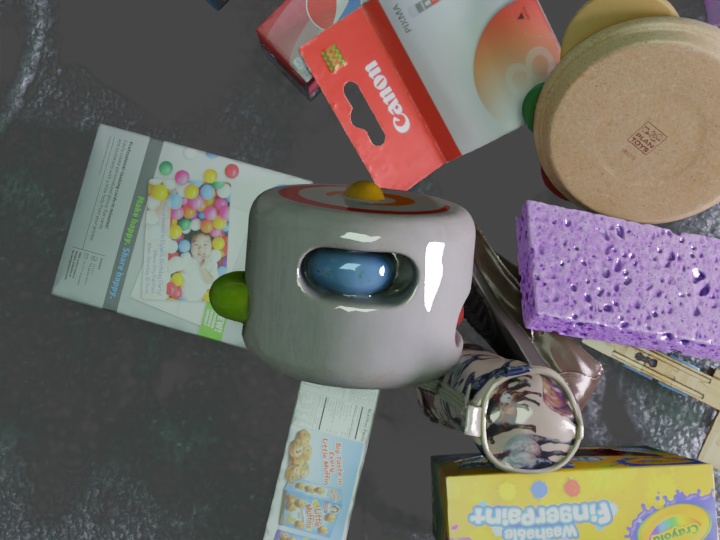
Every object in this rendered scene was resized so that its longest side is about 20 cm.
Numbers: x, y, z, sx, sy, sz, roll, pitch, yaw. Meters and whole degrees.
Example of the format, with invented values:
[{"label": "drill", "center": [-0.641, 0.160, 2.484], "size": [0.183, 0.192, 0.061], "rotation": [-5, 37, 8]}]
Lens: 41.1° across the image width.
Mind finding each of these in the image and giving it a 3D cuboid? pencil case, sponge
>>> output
[{"label": "pencil case", "center": [0.099, 0.102, 0.764], "size": [0.088, 0.200, 0.079], "rotation": [19, 88, -11]}, {"label": "sponge", "center": [0.229, 0.010, 0.811], "size": [0.196, 0.030, 0.113], "rotation": [10, 56, -10]}]

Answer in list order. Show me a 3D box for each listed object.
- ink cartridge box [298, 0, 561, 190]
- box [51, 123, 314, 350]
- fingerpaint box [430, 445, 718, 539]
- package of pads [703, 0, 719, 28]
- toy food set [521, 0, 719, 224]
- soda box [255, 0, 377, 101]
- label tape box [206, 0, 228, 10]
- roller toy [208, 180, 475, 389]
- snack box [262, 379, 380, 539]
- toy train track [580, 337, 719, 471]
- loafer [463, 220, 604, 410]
[{"label": "ink cartridge box", "center": [0.070, -0.178, 0.827], "size": [0.199, 0.050, 0.164], "rotation": [-35, 107, -11]}, {"label": "box", "center": [-0.155, -0.026, 0.851], "size": [0.196, 0.041, 0.159], "rotation": [16, 85, 1]}, {"label": "fingerpaint box", "center": [0.158, 0.184, 0.766], "size": [0.196, 0.167, 0.075], "rotation": [-3, 84, 1]}, {"label": "package of pads", "center": [0.352, -0.317, 0.846], "size": [0.119, 0.075, 0.204], "rotation": [-6, 85, -25]}, {"label": "toy food set", "center": [0.236, -0.122, 0.801], "size": [0.197, 0.199, 0.049], "rotation": [21, 40, -5]}, {"label": "soda box", "center": [0.000, -0.251, 0.861], "size": [0.070, 0.063, 0.200], "rotation": [44, 87, 4]}, {"label": "label tape box", "center": [-0.161, -0.321, 0.799], "size": [0.144, 0.200, 0.063], "rotation": [45, 86, 4]}, {"label": "roller toy", "center": [0.000, 0.000, 0.756], "size": [0.181, 0.198, 0.143], "rotation": [17, 107, 43]}, {"label": "snack box", "center": [-0.035, 0.176, 0.838], "size": [0.071, 0.024, 0.204], "rotation": [14, 84, 1]}, {"label": "toy train track", "center": [0.288, 0.097, 0.845], "size": [0.197, 0.033, 0.116], "rotation": [26, 92, 8]}, {"label": "loafer", "center": [0.138, 0.036, 0.836], "size": [0.070, 0.073, 0.202], "rotation": [-33, 88, -16]}]
